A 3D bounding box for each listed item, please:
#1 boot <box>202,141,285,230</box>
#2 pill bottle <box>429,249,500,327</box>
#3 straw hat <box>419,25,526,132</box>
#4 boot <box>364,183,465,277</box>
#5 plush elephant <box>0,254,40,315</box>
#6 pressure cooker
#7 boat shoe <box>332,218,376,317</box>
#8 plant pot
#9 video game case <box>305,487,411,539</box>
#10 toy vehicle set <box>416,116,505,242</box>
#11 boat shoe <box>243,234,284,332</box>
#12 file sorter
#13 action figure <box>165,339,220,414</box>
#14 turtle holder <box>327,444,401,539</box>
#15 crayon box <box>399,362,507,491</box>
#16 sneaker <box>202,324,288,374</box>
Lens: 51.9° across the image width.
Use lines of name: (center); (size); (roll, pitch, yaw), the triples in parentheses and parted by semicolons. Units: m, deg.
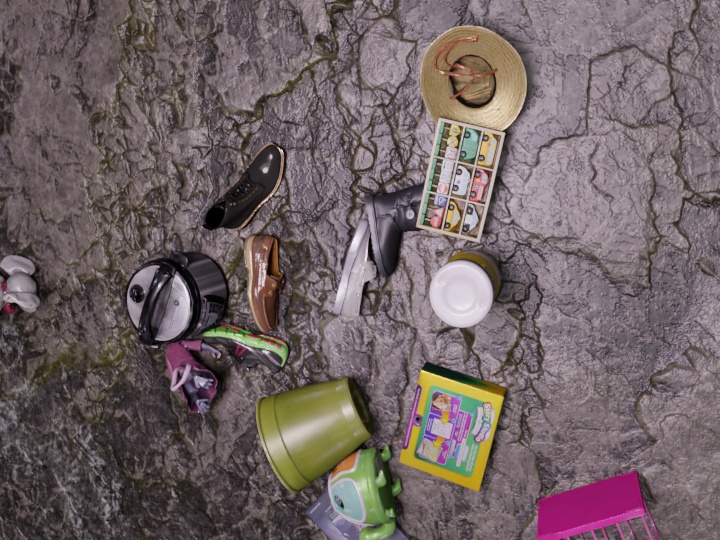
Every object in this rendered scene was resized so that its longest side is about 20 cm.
boot: (-0.230, -0.161, 1.477); (0.077, 0.138, 0.203); (33, 106, 10)
pill bottle: (0.195, 0.025, 1.340); (0.111, 0.200, 0.118); (3, 100, 16)
straw hat: (0.203, -0.346, 1.336); (0.196, 0.085, 0.206); (4, 115, 8)
boot: (0.118, -0.083, 1.425); (0.195, 0.066, 0.169); (-10, 103, 11)
plush elephant: (-0.813, 0.058, 1.702); (0.151, 0.167, 0.202); (-1, 139, -18)
pressure cooker: (-0.388, 0.059, 1.529); (0.175, 0.200, 0.180); (-19, 91, 19)
boat shoe: (0.000, 0.000, 1.472); (0.068, 0.071, 0.205); (15, 103, -2)
plant pot: (-0.081, 0.312, 1.490); (0.190, 0.200, 0.204); (-26, 91, 8)
video game case: (-0.007, 0.546, 1.584); (0.200, 0.019, 0.143); (45, 109, 7)
toy vehicle set: (0.180, -0.165, 1.344); (0.121, 0.027, 0.205); (12, 107, 4)
boat shoe: (-0.194, 0.026, 1.530); (0.066, 0.072, 0.206); (-4, 95, 20)
file sorter: (0.444, 0.488, 1.371); (0.197, 0.139, 0.128); (-24, 95, 19)
action figure: (-0.382, 0.210, 1.580); (0.135, 0.148, 0.200); (-49, 51, 9)
turtle holder: (0.012, 0.454, 1.506); (0.129, 0.142, 0.188); (-14, 125, 13)
crayon box: (0.182, 0.308, 1.465); (0.169, 0.058, 0.205); (16, 103, 13)
sneaker: (-0.251, 0.170, 1.570); (0.195, 0.077, 0.086); (15, 99, 16)
